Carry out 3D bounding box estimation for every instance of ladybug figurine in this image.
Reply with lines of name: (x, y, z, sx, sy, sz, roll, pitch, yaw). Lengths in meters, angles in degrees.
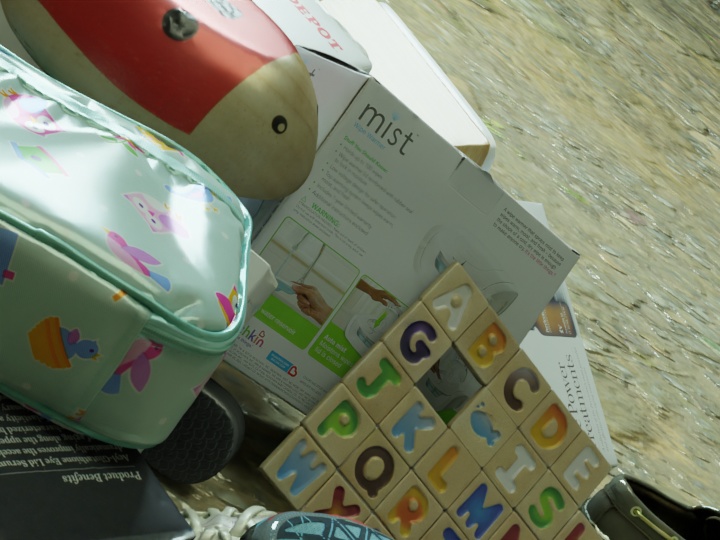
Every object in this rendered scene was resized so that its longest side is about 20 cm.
ladybug figurine: (-0.100, -0.118, 0.921, 0.200, 0.072, 0.136, 38, 27, 9)

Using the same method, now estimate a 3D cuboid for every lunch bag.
lunch bag: (-0.141, -0.029, 0.721, 0.200, 0.077, 0.160, 32, 24, -14)

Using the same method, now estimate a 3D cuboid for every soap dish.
soap dish: (0.004, -0.095, 1.325, 0.081, 0.157, 0.200, -5, 46, -35)

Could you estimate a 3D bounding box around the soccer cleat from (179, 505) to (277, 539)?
soccer cleat: (-0.078, 0.138, 0.862, 0.200, 0.086, 0.070, 25, 27, -27)

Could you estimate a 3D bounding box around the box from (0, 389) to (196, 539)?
box: (-0.187, 0.088, 0.727, 0.104, 0.148, 0.200, 3, 42, -53)

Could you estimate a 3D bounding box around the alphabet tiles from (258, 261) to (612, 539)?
alphabet tiles: (0.057, 0.124, 1.007, 0.200, 0.167, 0.008, 52, -23, -19)

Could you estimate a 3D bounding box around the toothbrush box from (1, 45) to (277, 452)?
toothbrush box: (-0.163, -0.004, 0.900, 0.200, 0.146, 0.085, 38, -5, 5)

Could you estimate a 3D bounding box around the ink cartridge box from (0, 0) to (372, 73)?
ink cartridge box: (-0.113, -0.132, 1.072, 0.148, 0.086, 0.200, 50, 35, 19)

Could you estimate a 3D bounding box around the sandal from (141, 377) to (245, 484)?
sandal: (-0.146, 0.037, 0.978, 0.200, 0.076, 0.043, 48, 17, -2)

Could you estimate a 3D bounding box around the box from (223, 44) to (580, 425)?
box: (0.000, 0.000, 1.035, 0.200, 0.177, 0.097, 36, -3, -35)

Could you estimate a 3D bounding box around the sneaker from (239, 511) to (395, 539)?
sneaker: (0.039, 0.152, 0.823, 0.200, 0.096, 0.079, 24, 52, -25)

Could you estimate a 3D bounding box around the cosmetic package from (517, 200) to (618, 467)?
cosmetic package: (0.092, 0.048, 1.212, 0.151, 0.052, 0.200, 3, 67, -49)

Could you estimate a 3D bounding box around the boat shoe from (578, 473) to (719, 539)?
boat shoe: (0.233, 0.195, 1.224, 0.201, 0.060, 0.072, 24, 27, -28)
